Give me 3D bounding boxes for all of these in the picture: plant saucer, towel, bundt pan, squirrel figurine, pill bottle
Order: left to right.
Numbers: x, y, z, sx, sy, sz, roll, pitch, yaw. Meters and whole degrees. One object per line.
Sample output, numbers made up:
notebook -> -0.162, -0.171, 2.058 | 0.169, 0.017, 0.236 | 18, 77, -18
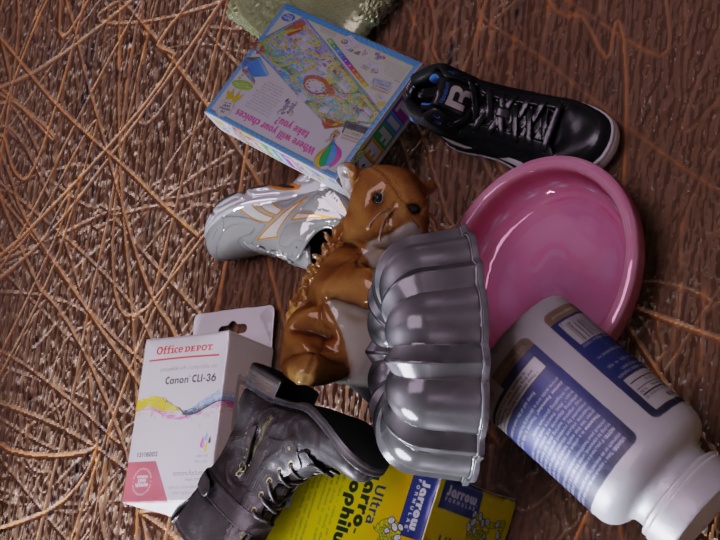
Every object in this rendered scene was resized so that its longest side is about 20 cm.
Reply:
towel -> -0.044, -0.274, 1.974 | 0.149, 0.036, 0.200 | -56, 46, 8
squirrel figurine -> 0.000, 0.000, 1.723 | 0.200, 0.140, 0.189 | -158, 76, -72
bundt pan -> 0.047, 0.067, 1.550 | 0.202, 0.075, 0.204 | 179, 90, -83
plant saucer -> 0.158, 0.006, 1.675 | 0.199, 0.051, 0.202 | -17, 62, 37
pill bottle -> 0.189, 0.122, 1.533 | 0.200, 0.111, 0.111 | 42, 103, 20

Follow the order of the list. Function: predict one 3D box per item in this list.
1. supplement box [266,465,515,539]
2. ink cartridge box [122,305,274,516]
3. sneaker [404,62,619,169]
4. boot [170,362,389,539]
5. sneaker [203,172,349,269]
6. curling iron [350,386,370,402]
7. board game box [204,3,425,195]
supplement box -> 0.011, 0.211, 1.680 | 0.199, 0.108, 0.110 | 11, 80, 43
ink cartridge box -> -0.150, 0.125, 1.885 | 0.116, 0.067, 0.202 | -7, 68, 39
sneaker -> 0.117, -0.129, 1.722 | 0.199, 0.112, 0.074 | 12, 82, 43
boot -> -0.069, 0.185, 1.648 | 0.200, 0.069, 0.175 | 31, 96, 51
sneaker -> -0.068, -0.033, 1.876 | 0.199, 0.075, 0.093 | -22, 64, 35
curling iron -> 0.033, 0.115, 1.754 | 0.200, 0.025, 0.050 | 31, 131, 47
board game box -> -0.039, -0.160, 1.855 | 0.199, 0.034, 0.135 | 30, 79, 42
